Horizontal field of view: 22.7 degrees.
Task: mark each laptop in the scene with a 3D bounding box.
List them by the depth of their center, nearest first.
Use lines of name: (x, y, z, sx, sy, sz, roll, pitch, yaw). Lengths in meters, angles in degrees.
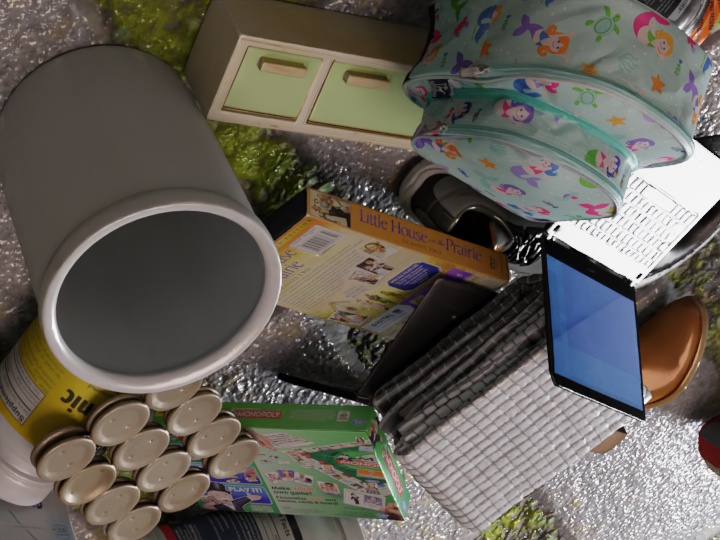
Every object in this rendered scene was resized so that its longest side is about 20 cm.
laptop: (0.227, 0.001, 1.411, 0.200, 0.103, 0.177, -47, 147, 13)
laptop: (0.066, 0.070, 1.563, 0.187, 0.200, 0.117, 15, 87, -35)

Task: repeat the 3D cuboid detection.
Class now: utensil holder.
utensil holder: (-0.167, -0.041, 1.281, 0.169, 0.200, 0.171, -14, 134, -15)

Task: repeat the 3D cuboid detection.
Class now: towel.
towel: (0.123, 0.110, 1.493, 0.200, 0.086, 0.166, -39, 137, 6)

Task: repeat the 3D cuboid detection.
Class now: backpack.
backpack: (0.144, -0.123, 1.280, 0.177, 0.151, 0.199, 29, 157, -34)

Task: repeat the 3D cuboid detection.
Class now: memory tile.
memory tile: (-0.170, 0.149, 1.444, 0.153, 0.017, 0.200, -34, 149, -4)

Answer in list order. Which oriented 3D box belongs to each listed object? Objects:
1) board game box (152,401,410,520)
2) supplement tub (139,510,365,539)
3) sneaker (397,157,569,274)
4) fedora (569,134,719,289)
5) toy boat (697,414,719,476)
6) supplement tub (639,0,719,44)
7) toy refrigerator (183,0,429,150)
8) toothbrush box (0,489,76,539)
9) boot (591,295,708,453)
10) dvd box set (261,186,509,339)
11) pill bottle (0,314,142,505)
board game box: (-0.068, 0.166, 1.563, 0.199, 0.029, 0.135, 1, 139, 20)
supplement tub: (-0.101, 0.286, 1.650, 0.199, 0.141, 0.141, -11, 133, -17)
sneaker: (0.118, -0.030, 1.521, 0.200, 0.079, 0.074, 19, 117, -39)
fedora: (0.234, -0.068, 1.524, 0.200, 0.092, 0.201, -27, 148, -19)
toy boat: (0.438, 0.135, 1.819, 0.199, 0.130, 0.131, -16, 106, -13)
supplement tub: (0.178, -0.238, 1.332, 0.123, 0.123, 0.200, -45, 133, 16)
toy refrigerator: (-0.023, -0.147, 1.351, 0.199, 0.070, 0.076, 7, 126, -31)
toothbrush box: (-0.344, 0.206, 1.453, 0.199, 0.147, 0.085, 12, 124, -33)
boot: (0.223, 0.089, 1.687, 0.154, 0.074, 0.200, 21, 115, -34)
dvd box set: (0.000, 0.000, 1.467, 0.199, 0.030, 0.146, 17, 147, -29)
pill bottle: (-0.231, 0.091, 1.431, 0.111, 0.112, 0.200, 23, 117, -39)
